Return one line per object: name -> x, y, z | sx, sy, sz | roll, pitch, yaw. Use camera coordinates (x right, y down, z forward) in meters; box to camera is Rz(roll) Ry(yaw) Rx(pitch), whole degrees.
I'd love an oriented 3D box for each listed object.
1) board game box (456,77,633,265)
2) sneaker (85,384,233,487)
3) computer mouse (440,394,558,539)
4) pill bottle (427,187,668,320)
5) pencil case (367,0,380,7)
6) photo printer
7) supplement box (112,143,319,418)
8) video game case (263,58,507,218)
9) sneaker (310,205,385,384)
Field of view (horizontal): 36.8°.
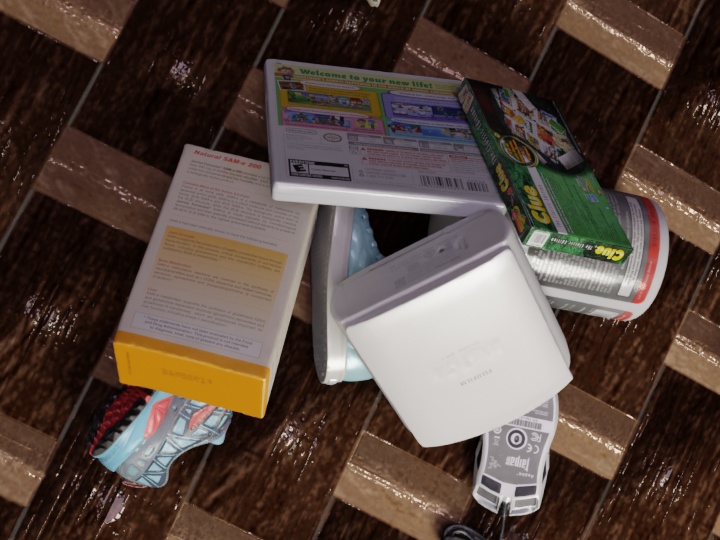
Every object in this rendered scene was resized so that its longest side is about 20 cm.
board game box -> 0.155, -0.089, 0.931 | 0.103, 0.202, 0.024 | 12, 130, -26
sneaker -> -0.145, 0.106, 0.956 | 0.200, 0.079, 0.096 | -44, 121, -9
computer mouse -> 0.143, 0.190, 1.018 | 0.108, 0.044, 0.204 | 11, 89, 9
pill bottle -> 0.168, -0.027, 0.986 | 0.196, 0.116, 0.118 | 11, 89, -12
pencil case -> -0.063, -0.295, 0.947 | 0.197, 0.089, 0.079 | 15, 89, -11
photo printer -> 0.087, 0.062, 0.928 | 0.164, 0.070, 0.201 | -25, 128, 8
supplement box -> -0.113, 0.005, 0.894 | 0.124, 0.074, 0.203 | 14, 58, 2
video game case -> 0.016, -0.116, 0.937 | 0.196, 0.184, 0.022 | 4, 132, -12
sneaker -> 0.000, 0.000, 0.979 | 0.080, 0.074, 0.204 | -1, 100, -19
